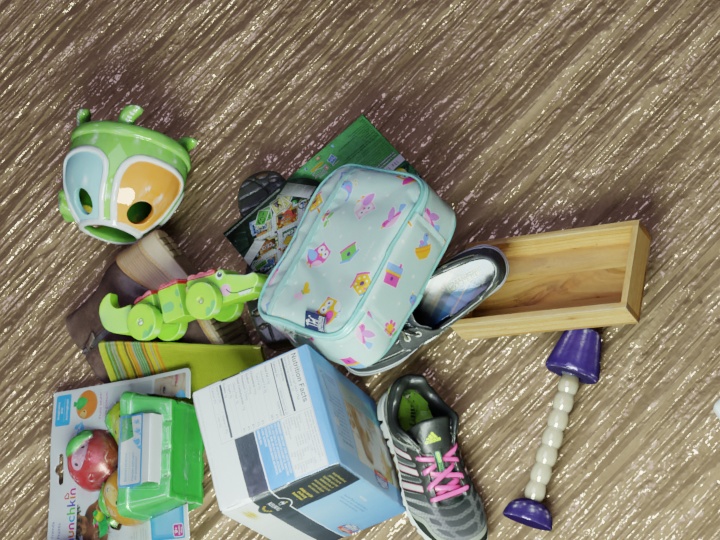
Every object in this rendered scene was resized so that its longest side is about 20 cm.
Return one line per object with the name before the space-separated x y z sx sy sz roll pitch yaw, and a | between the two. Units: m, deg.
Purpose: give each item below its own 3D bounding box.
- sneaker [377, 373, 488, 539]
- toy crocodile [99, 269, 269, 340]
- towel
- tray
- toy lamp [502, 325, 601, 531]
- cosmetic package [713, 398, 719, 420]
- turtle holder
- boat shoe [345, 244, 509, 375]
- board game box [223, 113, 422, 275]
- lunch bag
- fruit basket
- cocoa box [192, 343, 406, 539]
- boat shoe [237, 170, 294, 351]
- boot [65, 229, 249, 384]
sneaker | 0.071 0.187 1.614 0.073 0.088 0.201 -16 60 -13
toy crocodile | -0.185 0.032 1.713 0.198 0.067 0.062 -18 80 26
towel | -0.187 0.113 1.761 0.198 0.087 0.018 1 40 22
tray | 0.190 0.012 1.637 0.198 0.037 0.100 -8 55 35
toy lamp | 0.193 0.152 1.605 0.058 0.058 0.202 11 75 25
cosmetic package | 0.450 0.134 1.445 0.200 0.165 0.165 -42 61 2
turtle holder | -0.284 -0.104 1.850 0.183 0.141 0.133 6 74 22
boat shoe | 0.061 0.042 1.629 0.199 0.066 0.070 -30 89 9
board game box | -0.040 -0.066 1.727 0.200 0.023 0.105 -40 60 -3
lunch bag | -0.011 -0.006 1.620 0.159 0.077 0.201 17 70 45
fruit basket | -0.264 0.207 1.752 0.198 0.094 0.188 -8 71 25
cocoa box | -0.057 0.181 1.614 0.130 0.200 0.135 -24 62 12
boat shoe | -0.087 -0.008 1.772 0.075 0.074 0.202 -8 67 6
boot | -0.225 0.075 1.812 0.166 0.072 0.201 -44 73 21
